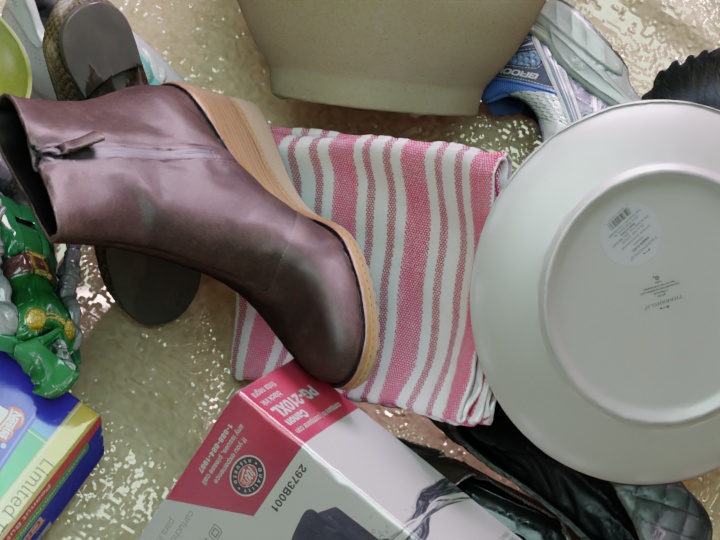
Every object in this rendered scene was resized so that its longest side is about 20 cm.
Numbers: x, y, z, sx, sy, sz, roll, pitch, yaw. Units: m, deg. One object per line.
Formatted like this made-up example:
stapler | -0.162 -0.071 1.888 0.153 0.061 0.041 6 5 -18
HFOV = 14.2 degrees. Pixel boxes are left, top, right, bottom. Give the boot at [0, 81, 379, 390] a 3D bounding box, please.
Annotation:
boot | -0.093 -0.015 1.504 0.166 0.072 0.200 -4 53 -39

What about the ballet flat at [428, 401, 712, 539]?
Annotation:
ballet flat | 0.101 0.098 1.527 0.200 0.067 0.057 35 33 15

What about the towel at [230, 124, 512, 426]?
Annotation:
towel | 0.000 0.000 1.547 0.030 0.199 0.147 -2 98 -46

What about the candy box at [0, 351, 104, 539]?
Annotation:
candy box | -0.267 0.097 1.561 0.200 0.077 0.169 35 73 9

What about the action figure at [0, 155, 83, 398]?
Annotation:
action figure | -0.189 -0.014 1.565 0.055 0.118 0.201 -41 54 28

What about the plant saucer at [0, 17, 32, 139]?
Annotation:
plant saucer | -0.276 -0.101 1.541 0.199 0.031 0.200 8 38 -6

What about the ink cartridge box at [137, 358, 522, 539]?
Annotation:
ink cartridge box | -0.009 0.169 1.509 0.200 0.084 0.145 39 113 11

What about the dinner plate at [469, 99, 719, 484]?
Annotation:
dinner plate | 0.154 0.013 1.484 0.199 0.024 0.201 -1 95 -13

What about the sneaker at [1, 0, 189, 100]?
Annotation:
sneaker | -0.125 -0.095 1.633 0.200 0.089 0.075 34 62 8

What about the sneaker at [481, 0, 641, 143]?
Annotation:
sneaker | 0.145 -0.060 1.653 0.085 0.077 0.200 -42 70 -5

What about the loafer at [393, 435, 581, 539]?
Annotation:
loafer | 0.036 0.124 1.570 0.199 0.071 0.073 17 69 4

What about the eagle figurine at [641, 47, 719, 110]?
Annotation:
eagle figurine | 0.162 -0.013 1.566 0.199 0.152 0.151 -26 57 -4

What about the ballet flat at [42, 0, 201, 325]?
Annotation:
ballet flat | -0.135 -0.063 1.597 0.067 0.201 0.046 -29 29 -23

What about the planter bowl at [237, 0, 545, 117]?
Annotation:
planter bowl | 0.015 -0.157 1.627 0.199 0.200 0.135 5 96 -1
